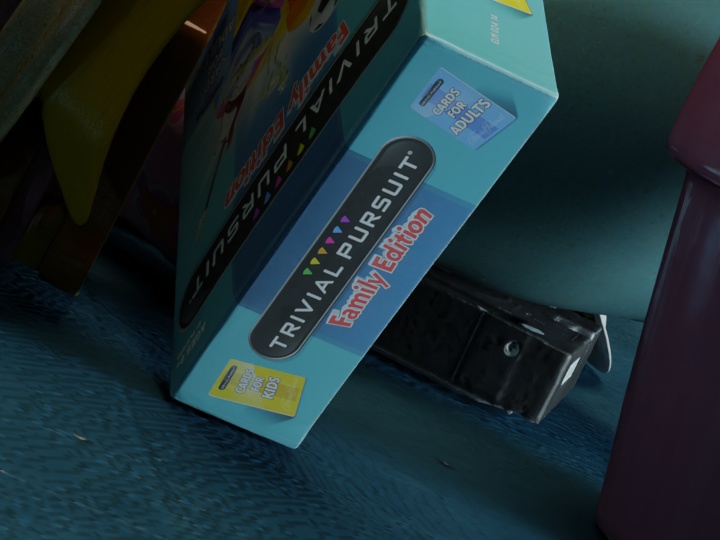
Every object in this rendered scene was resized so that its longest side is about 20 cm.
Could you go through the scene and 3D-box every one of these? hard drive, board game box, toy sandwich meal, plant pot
[{"bbox_3d":[0.000,0.000,1.097,0.200,0.038,0.140,27,8,7],"label":"hard drive"},{"bbox_3d":[-0.004,-0.067,0.826,0.047,0.151,0.200,24,34,-19],"label":"board game box"},{"bbox_3d":[-0.068,-0.083,0.838,0.070,0.205,0.205,35,6,-9],"label":"toy sandwich meal"},{"bbox_3d":[0.075,-0.077,1.058,0.188,0.200,0.200,4,18,-30],"label":"plant pot"},{"bbox_3d":[0.175,0.035,0.894,0.200,0.179,0.200,25,8,-4],"label":"plant pot"}]

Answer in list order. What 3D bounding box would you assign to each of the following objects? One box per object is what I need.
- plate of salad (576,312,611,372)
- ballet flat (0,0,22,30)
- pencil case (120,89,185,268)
[{"bbox_3d":[0.067,-0.036,1.268,0.200,0.048,0.200,90,-26,-83],"label":"plate of salad"},{"bbox_3d":[-0.196,-0.101,0.960,0.200,0.069,0.071,1,-45,29],"label":"ballet flat"},{"bbox_3d":[-0.072,-0.061,0.997,0.200,0.087,0.087,41,15,33],"label":"pencil case"}]
